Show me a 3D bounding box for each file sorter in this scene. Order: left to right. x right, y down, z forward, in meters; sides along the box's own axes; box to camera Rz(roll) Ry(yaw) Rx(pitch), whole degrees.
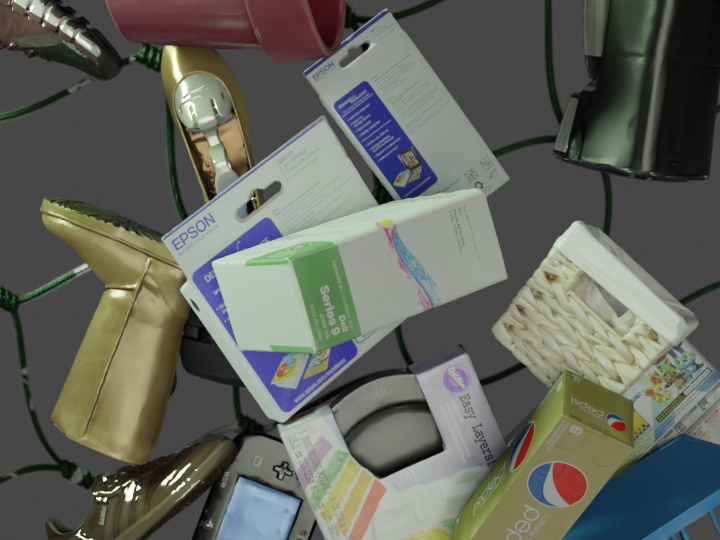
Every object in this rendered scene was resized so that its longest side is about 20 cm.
[{"bbox_3d":[0.271,0.257,1.485,0.200,0.139,0.123,-28,102,-18],"label":"file sorter"}]

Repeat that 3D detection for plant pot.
[{"bbox_3d":[-0.120,-0.270,1.415,0.179,0.200,0.200,-7,98,12],"label":"plant pot"}]

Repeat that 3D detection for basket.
[{"bbox_3d":[0.207,0.045,1.459,0.136,0.200,0.123,43,98,10],"label":"basket"}]

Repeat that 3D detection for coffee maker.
[{"bbox_3d":[0.262,-0.179,1.450,0.135,0.192,0.200,3,99,-22],"label":"coffee maker"}]

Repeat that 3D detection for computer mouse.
[{"bbox_3d":[-0.108,0.071,1.517,0.200,0.053,0.139,4,96,-5],"label":"computer mouse"}]

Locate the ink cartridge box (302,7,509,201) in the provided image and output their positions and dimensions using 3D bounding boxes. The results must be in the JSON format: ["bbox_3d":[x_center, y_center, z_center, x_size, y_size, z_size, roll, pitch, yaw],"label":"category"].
[{"bbox_3d":[0.040,-0.133,1.498,0.099,0.039,0.200,-36,109,1],"label":"ink cartridge box"}]

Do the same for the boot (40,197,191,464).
[{"bbox_3d":[-0.238,0.052,1.485,0.175,0.066,0.200,23,98,12],"label":"boot"}]

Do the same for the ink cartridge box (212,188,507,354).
[{"bbox_3d":[0.000,0.000,1.397,0.200,0.145,0.088,-22,99,-29],"label":"ink cartridge box"}]

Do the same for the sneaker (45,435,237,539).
[{"bbox_3d":[-0.206,0.204,1.513,0.200,0.070,0.076,-41,81,4],"label":"sneaker"}]

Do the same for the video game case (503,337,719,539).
[{"bbox_3d":[0.264,0.161,1.577,0.200,0.022,0.182,-45,98,2],"label":"video game case"}]

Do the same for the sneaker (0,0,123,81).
[{"bbox_3d":[-0.315,-0.201,1.462,0.200,0.076,0.116,36,98,2],"label":"sneaker"}]

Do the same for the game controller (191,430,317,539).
[{"bbox_3d":[-0.103,0.252,1.546,0.104,0.042,0.200,20,94,-7],"label":"game controller"}]

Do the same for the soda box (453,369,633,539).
[{"bbox_3d":[0.149,0.181,1.379,0.068,0.064,0.200,25,123,-8],"label":"soda box"}]

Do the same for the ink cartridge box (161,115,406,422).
[{"bbox_3d":[-0.057,-0.002,1.472,0.198,0.043,0.200,-39,106,-24],"label":"ink cartridge box"}]

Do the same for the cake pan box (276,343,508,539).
[{"bbox_3d":[0.044,0.184,1.470,0.184,0.052,0.200,-23,99,-5],"label":"cake pan box"}]

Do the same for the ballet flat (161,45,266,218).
[{"bbox_3d":[-0.127,-0.118,1.487,0.069,0.063,0.200,-20,98,0],"label":"ballet flat"}]
